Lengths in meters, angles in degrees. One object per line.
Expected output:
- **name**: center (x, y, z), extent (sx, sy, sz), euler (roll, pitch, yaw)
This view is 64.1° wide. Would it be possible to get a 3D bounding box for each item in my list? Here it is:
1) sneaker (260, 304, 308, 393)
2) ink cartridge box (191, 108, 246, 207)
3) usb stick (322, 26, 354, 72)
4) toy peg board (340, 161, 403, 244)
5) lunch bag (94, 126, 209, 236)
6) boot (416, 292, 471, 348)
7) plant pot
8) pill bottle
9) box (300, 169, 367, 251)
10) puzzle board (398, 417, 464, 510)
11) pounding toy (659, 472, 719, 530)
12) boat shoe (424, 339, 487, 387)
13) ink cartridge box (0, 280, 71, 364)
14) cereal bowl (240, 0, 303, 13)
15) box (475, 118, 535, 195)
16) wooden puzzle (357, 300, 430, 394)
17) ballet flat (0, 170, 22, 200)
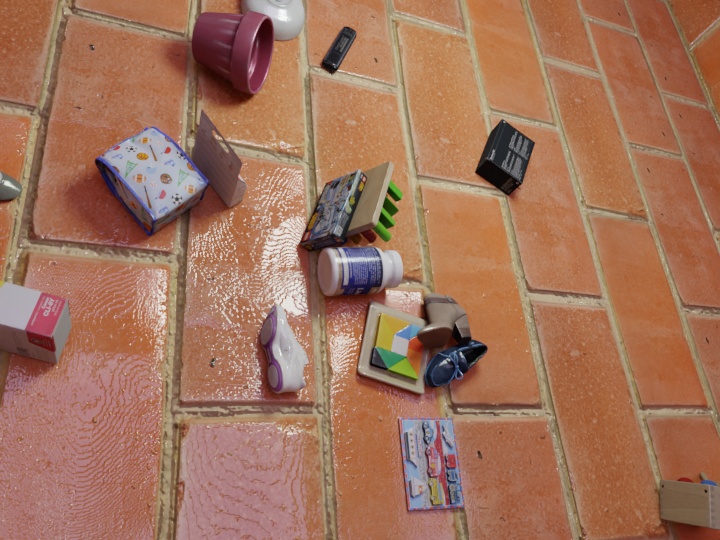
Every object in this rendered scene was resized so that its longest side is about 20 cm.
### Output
- **sneaker**: center (-0.171, 0.178, 1.300), extent (0.098, 0.074, 0.205), euler (10, 60, -41)
- **ink cartridge box**: center (-0.327, -0.266, 1.359), extent (0.050, 0.200, 0.162), euler (-34, 82, -34)
- **usb stick**: center (-0.065, -0.694, 1.797), extent (0.054, 0.033, 0.203), euler (24, 58, -3)
- **toy peg board**: center (0.010, -0.149, 1.487), extent (0.098, 0.196, 0.204), euler (41, 51, -33)
- **lunch bag**: center (-0.476, -0.213, 1.312), extent (0.201, 0.123, 0.170), euler (49, 56, -4)
- **boot**: center (0.197, 0.121, 1.472), extent (0.196, 0.071, 0.148), euler (10, 39, -36)
- **plant pot**: center (-0.344, -0.598, 1.535), extent (0.174, 0.202, 0.204), euler (18, 58, 2)
- **pill bottle**: center (0.000, 0.000, 1.429), extent (0.195, 0.116, 0.119), euler (-2, 66, -25)
- **box**: center (-0.066, -0.151, 1.452), extent (0.040, 0.135, 0.204), euler (39, 58, -32)
- **puzzle board**: center (0.167, 0.447, 1.343), extent (0.147, 0.017, 0.205), euler (6, 63, -22)
- **pounding toy**: center (0.920, 0.607, 1.530), extent (0.195, 0.184, 0.146), euler (15, 72, -17)
- **boat shoe**: center (0.242, 0.224, 1.446), extent (0.198, 0.068, 0.086), euler (-35, 106, -32)
- **ink cartridge box**: center (-0.653, 0.088, 1.063), extent (0.195, 0.145, 0.085), euler (18, 58, -16)
- **cereal bowl**: center (-0.256, -0.800, 1.730), extent (0.195, 0.083, 0.205), euler (11, 60, -20)
- **box**: center (0.468, -0.367, 1.854), extent (0.140, 0.079, 0.203), euler (33, 56, -10)
- **wooden puzzle**: center (0.092, 0.187, 1.426), extent (0.181, 0.037, 0.204), euler (20, 59, -15)
- **ballet flat**: center (-0.808, -0.200, 1.184), extent (0.195, 0.064, 0.069), euler (17, 59, -17)
